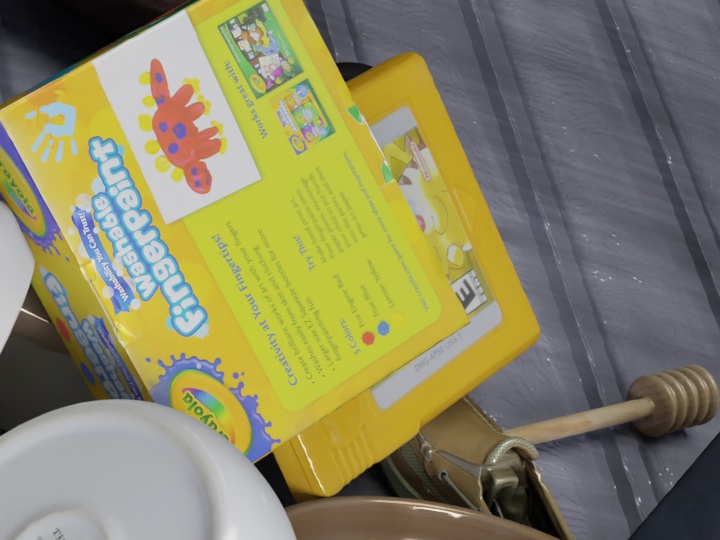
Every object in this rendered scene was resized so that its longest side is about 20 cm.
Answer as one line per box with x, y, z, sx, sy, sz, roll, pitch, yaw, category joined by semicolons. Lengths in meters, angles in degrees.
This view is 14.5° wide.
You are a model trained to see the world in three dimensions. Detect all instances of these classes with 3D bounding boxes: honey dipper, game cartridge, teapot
0.131;0.087;1.639;0.200;0.038;0.038;-9;53;-42;honey dipper
0.000;0.000;1.462;0.200;0.032;0.177;-35;104;-47;game cartridge
-0.098;0.165;1.234;0.146;0.197;0.200;54;38;-47;teapot

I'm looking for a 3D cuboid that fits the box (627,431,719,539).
0.272;0.153;1.492;0.196;0.200;0.124;12;40;-30;box

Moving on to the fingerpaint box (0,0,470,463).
-0.070;-0.019;1.336;0.167;0.073;0.200;-33;99;-25;fingerpaint box

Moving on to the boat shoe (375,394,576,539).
0.070;0.111;1.504;0.072;0.076;0.200;-15;55;-34;boat shoe

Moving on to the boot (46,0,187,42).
-0.134;-0.153;1.622;0.166;0.072;0.200;20;2;-14;boot

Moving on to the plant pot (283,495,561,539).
0.034;0.189;1.341;0.200;0.093;0.201;12;18;-4;plant pot

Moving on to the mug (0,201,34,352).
-0.242;0.012;1.278;0.153;0.187;0.150;26;25;-14;mug

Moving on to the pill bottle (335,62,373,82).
-0.031;-0.038;1.579;0.112;0.112;0.200;34;34;-1;pill bottle

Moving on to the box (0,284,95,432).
-0.167;0.024;1.411;0.200;0.078;0.095;25;34;-14;box
